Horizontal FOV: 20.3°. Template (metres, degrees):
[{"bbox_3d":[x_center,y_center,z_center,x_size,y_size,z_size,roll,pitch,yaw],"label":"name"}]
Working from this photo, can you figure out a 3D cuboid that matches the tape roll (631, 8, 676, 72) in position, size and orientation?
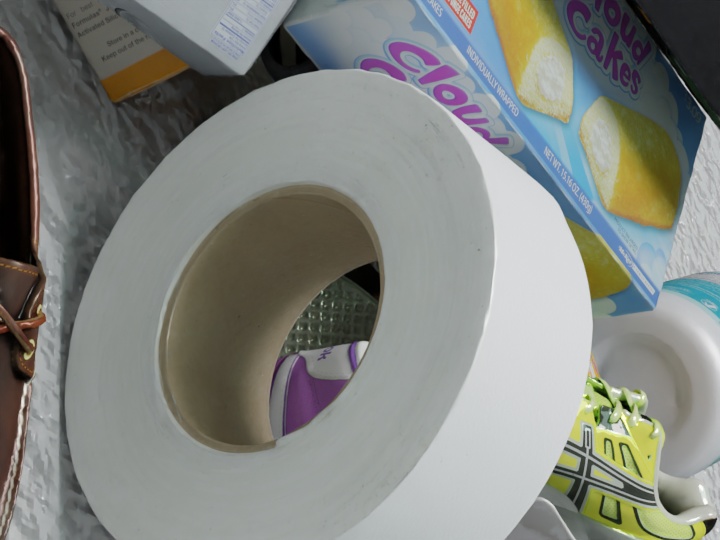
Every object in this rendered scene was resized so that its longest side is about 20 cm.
[{"bbox_3d":[0.102,-0.167,0.967,0.202,0.037,0.204,-10,106,-36],"label":"tape roll"}]

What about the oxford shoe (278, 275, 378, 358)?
[{"bbox_3d":[0.016,0.086,0.928,0.200,0.075,0.058,53,-9,-10],"label":"oxford shoe"}]

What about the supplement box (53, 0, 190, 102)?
[{"bbox_3d":[-0.107,-0.192,0.888,0.200,0.073,0.126,61,28,-13],"label":"supplement box"}]

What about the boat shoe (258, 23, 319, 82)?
[{"bbox_3d":[-0.012,-0.156,0.873,0.063,0.072,0.201,37,50,-57],"label":"boat shoe"}]

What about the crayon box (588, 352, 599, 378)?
[{"bbox_3d":[0.080,0.033,0.999,0.119,0.058,0.201,-88,159,-67],"label":"crayon box"}]

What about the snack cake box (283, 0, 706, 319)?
[{"bbox_3d":[0.063,-0.083,0.851,0.200,0.067,0.115,48,49,-34],"label":"snack cake box"}]

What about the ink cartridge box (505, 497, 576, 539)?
[{"bbox_3d":[0.076,0.207,0.877,0.200,0.116,0.068,58,30,-15],"label":"ink cartridge box"}]

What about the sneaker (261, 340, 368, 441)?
[{"bbox_3d":[-0.004,0.125,0.800,0.073,0.114,0.201,15,59,-58],"label":"sneaker"}]

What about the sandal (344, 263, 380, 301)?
[{"bbox_3d":[0.000,0.000,0.957,0.200,0.054,0.082,55,31,-23],"label":"sandal"}]

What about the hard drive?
[{"bbox_3d":[0.126,-0.133,0.870,0.200,0.038,0.140,51,10,-26],"label":"hard drive"}]

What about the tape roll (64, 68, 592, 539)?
[{"bbox_3d":[-0.016,0.029,0.756,0.071,0.202,0.203,33,43,-47],"label":"tape roll"}]

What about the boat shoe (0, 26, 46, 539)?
[{"bbox_3d":[-0.142,0.007,0.691,0.070,0.070,0.201,23,53,-54],"label":"boat shoe"}]

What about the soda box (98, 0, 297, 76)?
[{"bbox_3d":[-0.115,-0.155,0.774,0.200,0.064,0.068,35,-5,-19],"label":"soda box"}]

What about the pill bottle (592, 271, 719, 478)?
[{"bbox_3d":[0.197,0.059,1.199,0.200,0.111,0.111,-9,78,-62],"label":"pill bottle"}]

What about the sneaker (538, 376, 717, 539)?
[{"bbox_3d":[0.090,0.066,0.906,0.200,0.076,0.076,51,15,-34],"label":"sneaker"}]
